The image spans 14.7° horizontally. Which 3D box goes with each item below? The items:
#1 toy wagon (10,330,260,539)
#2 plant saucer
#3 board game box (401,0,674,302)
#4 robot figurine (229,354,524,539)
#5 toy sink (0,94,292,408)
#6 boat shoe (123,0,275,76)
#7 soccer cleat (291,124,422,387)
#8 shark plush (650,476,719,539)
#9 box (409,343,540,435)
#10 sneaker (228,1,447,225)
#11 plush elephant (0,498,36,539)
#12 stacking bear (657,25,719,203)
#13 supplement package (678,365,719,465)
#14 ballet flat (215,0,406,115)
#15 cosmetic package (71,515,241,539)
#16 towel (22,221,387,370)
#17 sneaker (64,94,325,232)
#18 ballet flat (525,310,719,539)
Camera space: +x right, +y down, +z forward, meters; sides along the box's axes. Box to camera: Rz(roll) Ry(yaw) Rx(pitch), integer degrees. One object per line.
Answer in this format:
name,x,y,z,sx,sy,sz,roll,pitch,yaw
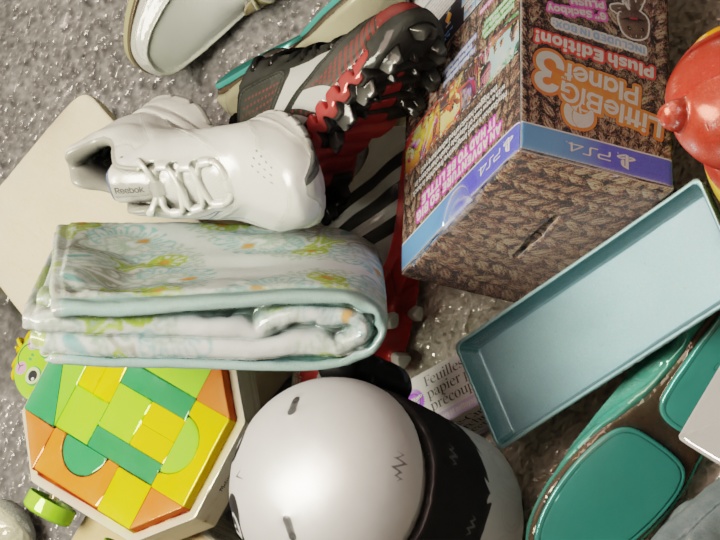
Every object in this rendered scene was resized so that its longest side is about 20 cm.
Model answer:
toy wagon,-0.147,0.083,1.664,0.200,0.040,0.156,27,88,35
plant saucer,0.136,0.027,1.557,0.200,0.019,0.070,-36,68,36
board game box,0.100,-0.107,1.606,0.159,0.097,0.201,133,144,-55
robot figurine,0.011,0.133,1.565,0.125,0.200,0.150,-52,52,8
toy sink,-0.135,0.007,1.774,0.130,0.112,0.200,-49,57,9
boat shoe,-0.081,-0.208,1.843,0.200,0.075,0.068,-54,46,4
soccer cleat,0.000,0.000,1.716,0.085,0.069,0.201,14,77,46
shark plush,0.225,0.118,1.496,0.200,0.083,0.091,-40,54,16
box,0.110,0.047,1.633,0.200,0.041,0.039,-30,58,21
sneaker,-0.021,-0.107,1.648,0.200,0.071,0.098,-49,61,47
plush elephant,-0.347,0.187,1.822,0.165,0.155,0.200,40,96,38
stacking bear,0.230,-0.069,1.491,0.121,0.200,0.114,-23,60,26
supplement package,0.276,0.085,1.399,0.121,0.200,0.120,31,92,38
ballet flat,-0.017,-0.132,1.743,0.200,0.069,0.070,-30,54,53
cosmetic package,-0.075,0.204,1.661,0.200,0.105,0.071,33,91,40
towel,-0.085,0.010,1.581,0.199,0.171,0.048,1,107,-1
sneaker,-0.095,-0.053,1.629,0.200,0.087,0.075,9,115,50
ballet flat,0.164,0.088,1.570,0.200,0.067,0.070,-51,12,4
